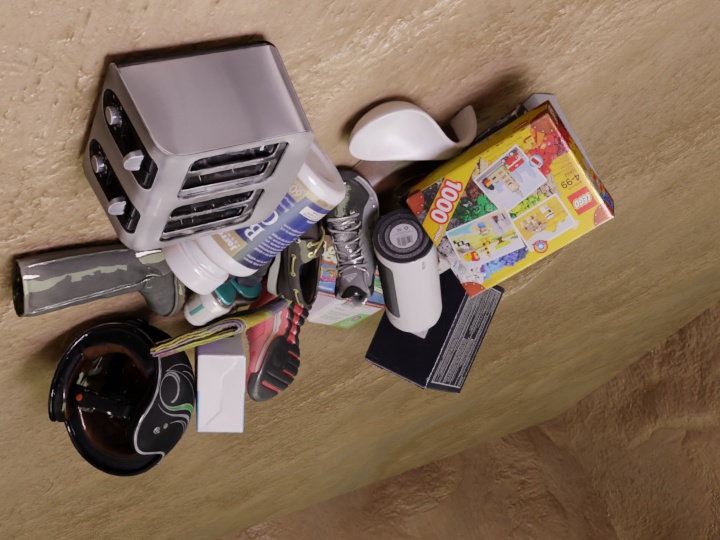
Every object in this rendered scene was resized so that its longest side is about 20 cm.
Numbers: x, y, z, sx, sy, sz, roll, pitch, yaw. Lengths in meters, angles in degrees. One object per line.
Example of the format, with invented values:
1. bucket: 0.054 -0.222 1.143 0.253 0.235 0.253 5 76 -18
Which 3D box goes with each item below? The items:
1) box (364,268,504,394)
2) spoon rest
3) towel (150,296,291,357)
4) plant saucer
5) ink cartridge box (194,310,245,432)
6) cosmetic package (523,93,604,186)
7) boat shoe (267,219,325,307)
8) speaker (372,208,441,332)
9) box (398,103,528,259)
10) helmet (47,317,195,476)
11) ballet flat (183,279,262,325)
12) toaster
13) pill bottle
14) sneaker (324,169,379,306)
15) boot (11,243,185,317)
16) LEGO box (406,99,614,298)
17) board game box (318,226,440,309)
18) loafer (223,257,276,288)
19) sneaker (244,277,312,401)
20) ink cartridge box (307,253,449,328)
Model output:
1. box: 0.123 0.085 1.903 0.201 0.123 0.198 -66 157 0
2. spoon rest: 0.070 -0.164 1.396 0.199 0.061 0.099 -9 155 -43
3. towel: -0.175 0.068 1.535 0.143 0.023 0.200 -19 -176 22
4. plant saucer: 0.061 -0.122 1.547 0.199 0.032 0.200 -24 161 -9
5. ink cartridge box: -0.203 0.138 1.670 0.066 0.116 0.200 0 -163 -9
6. cosmetic package: 0.214 -0.117 1.571 0.052 0.151 0.200 -7 154 -44
7. boat shoe: -0.072 -0.034 1.478 0.072 0.060 0.202 -50 162 -39
8. speaker: 0.064 0.004 1.527 0.081 0.081 0.200 -24 152 -6
9. box: 0.173 -0.089 1.482 0.200 0.158 0.050 -35 -170 29
10. helmet: -0.315 0.172 1.579 0.199 0.201 0.191 -25 158 -3
11. ballet flat: -0.185 0.032 1.522 0.069 0.070 0.200 -30 -178 11
12. toaster: -0.153 -0.122 1.125 0.199 0.119 0.181 -15 160 -30
13. pill bottle: -0.123 -0.064 1.300 0.200 0.111 0.111 -39 159 16
14. sneaker: -0.009 -0.028 1.488 0.075 0.116 0.200 -6 140 10
15. boot: -0.308 0.021 1.381 0.199 0.073 0.182 -24 149 -27
16. LEGO box: 0.180 -0.084 1.401 0.199 0.149 0.077 -31 -169 21
17. board game box: 0.000 0.000 1.620 0.199 0.019 0.103 13 125 -17
18. loafer: -0.157 -0.028 1.464 0.072 0.073 0.200 -39 169 10
19. sneaker: -0.130 0.094 1.651 0.086 0.201 0.074 -2 149 35
20. ink cartridge box: 0.016 -0.002 1.725 0.199 0.084 0.145 -32 161 17
